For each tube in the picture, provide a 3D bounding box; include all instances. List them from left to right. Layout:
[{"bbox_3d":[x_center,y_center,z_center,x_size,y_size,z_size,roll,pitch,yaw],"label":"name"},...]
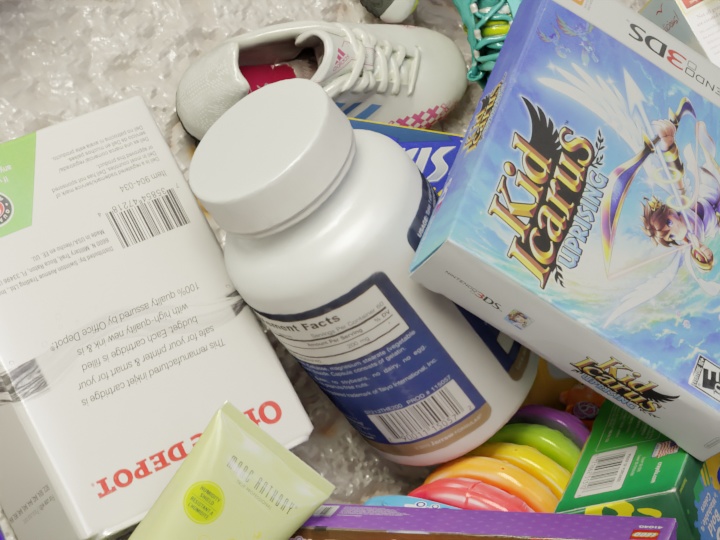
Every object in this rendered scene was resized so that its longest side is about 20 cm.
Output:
[{"bbox_3d":[-0.101,0.160,1.026,0.052,0.058,0.200,38,85,22],"label":"tube"}]

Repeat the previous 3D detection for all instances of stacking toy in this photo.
[{"bbox_3d":[0.096,0.118,1.166,0.200,0.116,0.110,-47,137,-42],"label":"stacking toy"}]

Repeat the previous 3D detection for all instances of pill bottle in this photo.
[{"bbox_3d":[0.000,0.000,1.101,0.200,0.111,0.111,51,50,-35],"label":"pill bottle"}]

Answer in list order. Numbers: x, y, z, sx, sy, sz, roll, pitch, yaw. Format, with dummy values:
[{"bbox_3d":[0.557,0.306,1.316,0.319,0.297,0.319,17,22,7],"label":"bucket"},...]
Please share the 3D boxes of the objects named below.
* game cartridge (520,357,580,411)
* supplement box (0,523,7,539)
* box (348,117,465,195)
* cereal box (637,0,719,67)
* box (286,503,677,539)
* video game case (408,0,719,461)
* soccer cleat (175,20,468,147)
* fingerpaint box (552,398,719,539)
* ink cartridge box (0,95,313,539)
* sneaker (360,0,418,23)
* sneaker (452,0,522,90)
[{"bbox_3d":[0.127,0.004,1.285,0.199,0.032,0.177,-1,70,-30],"label":"game cartridge"},{"bbox_3d":[-0.256,0.175,0.961,0.199,0.101,0.104,-21,81,-34],"label":"supplement box"},{"bbox_3d":[0.052,-0.031,1.200,0.199,0.070,0.065,8,54,-9],"label":"box"},{"bbox_3d":[0.215,-0.064,1.257,0.039,0.144,0.201,-26,83,-17],"label":"cereal box"},{"bbox_3d":[0.057,0.188,1.057,0.039,0.199,0.138,-38,126,-68],"label":"box"},{"bbox_3d":[0.137,-0.034,1.093,0.181,0.045,0.201,31,54,-11],"label":"video game case"},{"bbox_3d":[-0.008,-0.109,1.224,0.199,0.086,0.070,-13,76,-32],"label":"soccer cleat"},{"bbox_3d":[0.188,0.141,1.162,0.167,0.073,0.200,66,28,-18],"label":"fingerpaint box"},{"bbox_3d":[-0.137,0.032,1.095,0.145,0.084,0.201,-23,82,-33],"label":"ink cartridge box"},{"bbox_3d":[0.051,-0.229,1.310,0.076,0.075,0.201,27,57,-17],"label":"sneaker"},{"bbox_3d":[0.089,-0.145,1.241,0.200,0.077,0.080,53,45,-31],"label":"sneaker"}]
